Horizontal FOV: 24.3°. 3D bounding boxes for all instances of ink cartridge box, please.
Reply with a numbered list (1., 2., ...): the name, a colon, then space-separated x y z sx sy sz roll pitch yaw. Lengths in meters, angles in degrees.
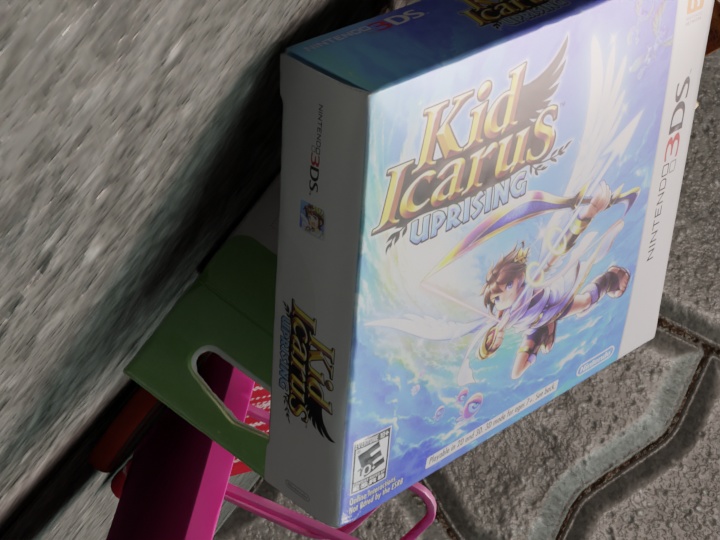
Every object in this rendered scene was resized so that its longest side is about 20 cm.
1. ink cartridge box: 0.000 0.000 0.729 0.200 0.104 0.059 -52 176 -12

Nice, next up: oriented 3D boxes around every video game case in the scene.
1. video game case: 0.052 -0.021 0.640 0.200 0.045 0.182 -26 132 -39

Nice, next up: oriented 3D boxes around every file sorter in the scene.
1. file sorter: -0.048 0.150 0.773 0.139 0.125 0.200 -50 -161 42

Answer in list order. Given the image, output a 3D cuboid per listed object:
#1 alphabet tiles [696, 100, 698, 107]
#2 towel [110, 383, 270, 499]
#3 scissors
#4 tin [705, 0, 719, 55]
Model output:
1. alphabet tiles: 0.103 -0.053 0.975 0.200 0.006 0.166 -51 -151 -18
2. towel: -0.040 0.058 0.898 0.144 0.023 0.200 -9 151 -40
3. scissors: -0.067 0.022 0.811 0.200 0.014 0.073 -51 176 -23
4. tin: 0.140 -0.154 0.899 0.200 0.112 0.042 159 -45 -81
